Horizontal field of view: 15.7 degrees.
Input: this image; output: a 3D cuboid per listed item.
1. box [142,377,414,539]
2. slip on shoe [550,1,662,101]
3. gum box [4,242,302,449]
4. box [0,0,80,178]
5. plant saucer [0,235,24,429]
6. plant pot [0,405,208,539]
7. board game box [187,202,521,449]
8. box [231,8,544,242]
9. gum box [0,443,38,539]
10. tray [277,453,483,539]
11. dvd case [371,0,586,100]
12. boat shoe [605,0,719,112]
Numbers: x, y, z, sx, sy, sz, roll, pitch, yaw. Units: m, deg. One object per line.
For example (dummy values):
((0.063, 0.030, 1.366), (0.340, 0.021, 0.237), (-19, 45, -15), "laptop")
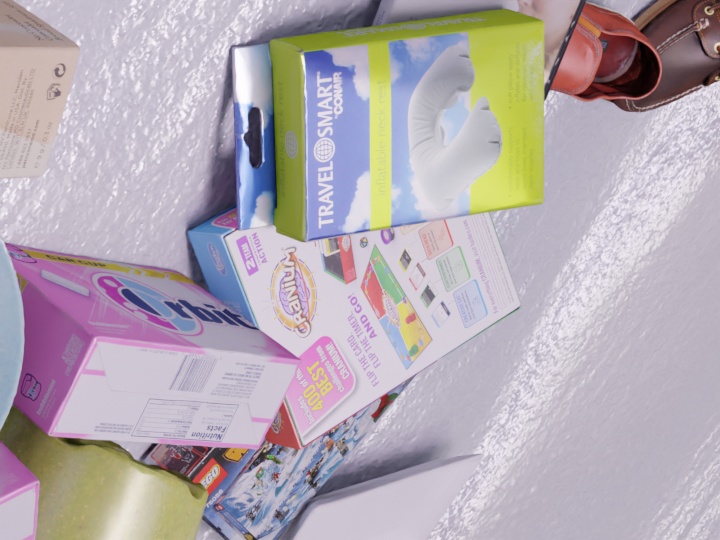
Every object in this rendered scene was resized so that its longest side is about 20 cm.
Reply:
((-0.044, 0.089, 1.759), (0.200, 0.040, 0.137), (-49, 147, -9), "box")
((0.131, -0.150, 1.744), (0.200, 0.061, 0.074), (6, 116, -47), "slip on shoe")
((-0.137, 0.046, 1.540), (0.200, 0.113, 0.066), (10, 111, -53), "gum box")
((-0.249, -0.096, 1.301), (0.200, 0.095, 0.078), (-6, 122, -50), "box")
((-0.273, 0.033, 1.382), (0.201, 0.039, 0.201), (0, 90, -38), "plant saucer")
((-0.186, 0.188, 1.561), (0.200, 0.200, 0.185), (29, 84, -56), "plant pot")
((0.000, 0.000, 1.676), (0.200, 0.040, 0.153), (-30, 111, -31), "board game box")
((0.020, -0.090, 1.607), (0.200, 0.048, 0.122), (-10, 108, -29), "box")
((-0.290, 0.143, 1.422), (0.200, 0.113, 0.066), (-26, 142, -35), "gum box")
((0.001, 0.181, 1.886), (0.200, 0.022, 0.107), (-12, 143, -51), "tray")
((0.096, -0.211, 1.644), (0.142, 0.018, 0.200), (11, 108, -34), "dvd case")
((0.260, -0.173, 1.877), (0.200, 0.070, 0.070), (-37, 144, -22), "boat shoe")
